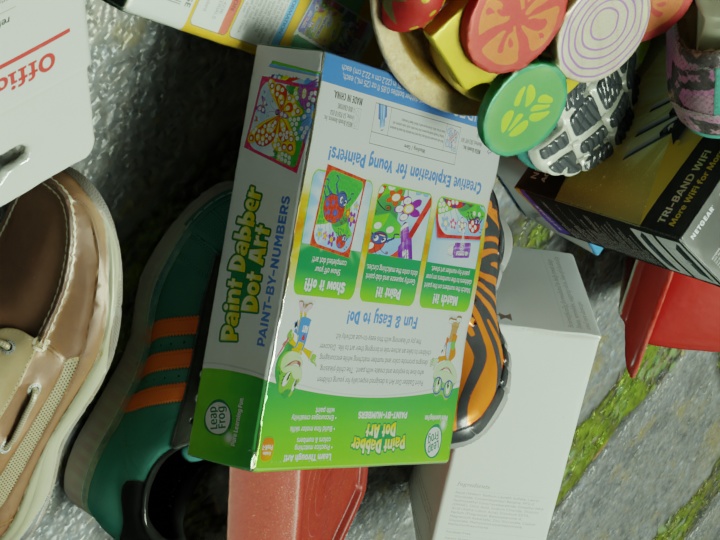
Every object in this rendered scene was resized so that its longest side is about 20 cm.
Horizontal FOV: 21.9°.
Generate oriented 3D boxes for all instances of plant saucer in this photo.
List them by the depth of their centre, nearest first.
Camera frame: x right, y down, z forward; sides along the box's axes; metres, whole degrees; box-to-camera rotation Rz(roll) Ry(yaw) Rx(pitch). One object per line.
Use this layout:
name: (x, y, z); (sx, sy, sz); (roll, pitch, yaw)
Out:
plant saucer: (-0.029, 0.113, 1.071); (0.200, 0.036, 0.201); (-63, 162, -53)

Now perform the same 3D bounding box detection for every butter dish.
butter dish: (0.271, -0.027, 1.305); (0.200, 0.147, 0.201); (-63, 170, -66)

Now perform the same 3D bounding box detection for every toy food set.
toy food set: (0.092, -0.159, 0.897); (0.200, 0.049, 0.198); (-44, 139, -3)

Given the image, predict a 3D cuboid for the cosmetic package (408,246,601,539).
cosmetic package: (0.090, 0.095, 1.214); (0.080, 0.113, 0.201); (8, 120, -9)

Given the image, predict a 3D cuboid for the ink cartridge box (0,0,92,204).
ink cartridge box: (-0.172, -0.117, 0.715); (0.116, 0.068, 0.201); (-34, 140, -35)

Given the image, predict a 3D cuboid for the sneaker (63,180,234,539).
sneaker: (-0.083, 0.055, 0.981); (0.071, 0.080, 0.201); (7, 109, -55)

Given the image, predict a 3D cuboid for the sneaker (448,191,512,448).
sneaker: (0.043, 0.001, 1.078); (0.112, 0.077, 0.201); (70, 17, -44)

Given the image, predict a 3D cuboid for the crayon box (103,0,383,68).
crayon box: (-0.041, -0.168, 0.888); (0.200, 0.051, 0.126); (11, 107, -56)

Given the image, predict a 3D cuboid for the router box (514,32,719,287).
router box: (0.201, -0.099, 1.072); (0.052, 0.157, 0.201); (41, 80, -32)

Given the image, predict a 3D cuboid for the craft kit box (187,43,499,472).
craft kit box: (0.000, 0.000, 0.943); (0.200, 0.048, 0.199); (9, 89, -60)

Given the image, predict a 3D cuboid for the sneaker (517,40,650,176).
sneaker: (0.120, -0.126, 1.071); (0.078, 0.079, 0.201); (66, 34, -36)

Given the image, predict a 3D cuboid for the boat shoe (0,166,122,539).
boat shoe: (-0.168, 0.047, 0.866); (0.072, 0.076, 0.201); (-4, 117, -51)

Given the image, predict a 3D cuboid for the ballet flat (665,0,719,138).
ballet flat: (0.194, -0.158, 1.015); (0.201, 0.069, 0.071); (-83, 173, -45)

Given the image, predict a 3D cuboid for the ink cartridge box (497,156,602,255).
ink cartridge box: (0.169, -0.126, 1.202); (0.201, 0.068, 0.116); (-54, 148, -8)
